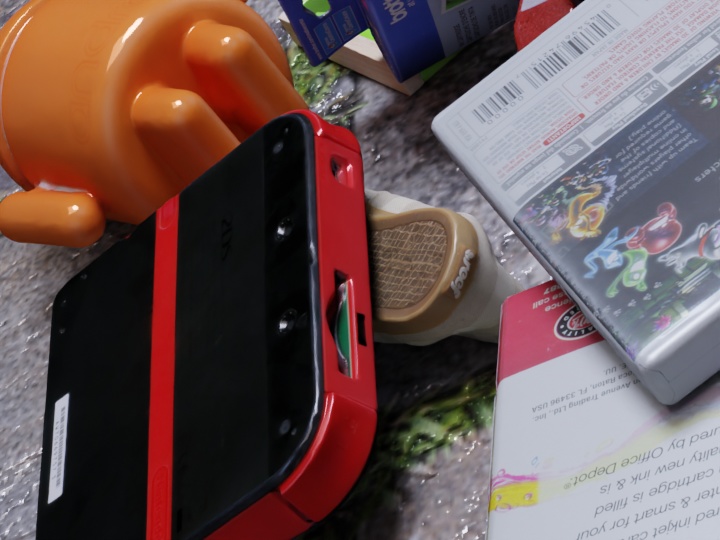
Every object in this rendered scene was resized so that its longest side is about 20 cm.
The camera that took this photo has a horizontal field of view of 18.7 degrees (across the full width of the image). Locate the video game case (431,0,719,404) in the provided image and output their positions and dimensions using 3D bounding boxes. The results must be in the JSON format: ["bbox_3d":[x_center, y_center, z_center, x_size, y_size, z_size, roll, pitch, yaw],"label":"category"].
[{"bbox_3d":[0.135,-0.066,0.705,0.199,0.023,0.182,-37,33,1],"label":"video game case"}]

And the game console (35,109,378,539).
[{"bbox_3d":[-0.065,0.043,0.875,0.176,0.031,0.201,-37,37,30],"label":"game console"}]

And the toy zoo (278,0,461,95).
[{"bbox_3d":[0.062,-0.173,1.105,0.200,0.021,0.131,-42,31,-10],"label":"toy zoo"}]

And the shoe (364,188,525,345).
[{"bbox_3d":[0.000,0.000,0.909,0.199,0.053,0.071,15,86,57],"label":"shoe"}]

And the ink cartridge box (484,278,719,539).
[{"bbox_3d":[0.116,0.075,0.648,0.145,0.083,0.201,-21,34,22],"label":"ink cartridge box"}]

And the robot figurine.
[{"bbox_3d":[-0.108,-0.082,1.057,0.199,0.116,0.145,11,98,51],"label":"robot figurine"}]

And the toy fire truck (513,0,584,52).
[{"bbox_3d":[0.142,-0.098,0.855,0.199,0.112,0.169,-4,63,40],"label":"toy fire truck"}]

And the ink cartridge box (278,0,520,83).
[{"bbox_3d":[0.059,-0.149,0.973,0.199,0.119,0.042,-27,71,1],"label":"ink cartridge box"}]
